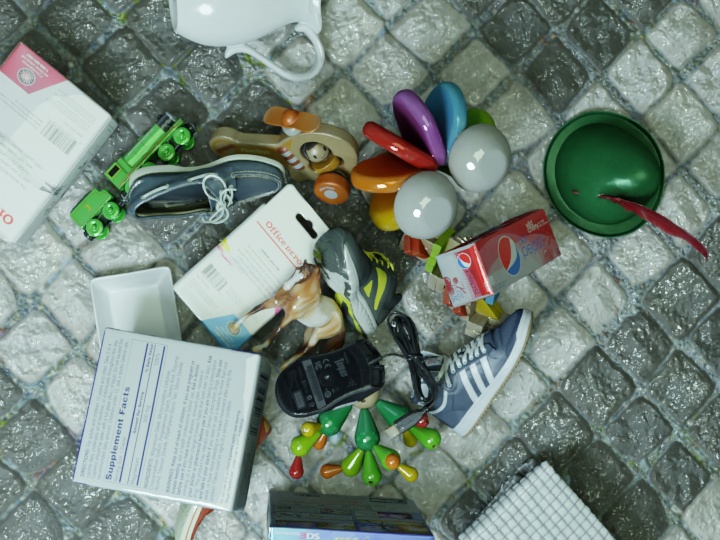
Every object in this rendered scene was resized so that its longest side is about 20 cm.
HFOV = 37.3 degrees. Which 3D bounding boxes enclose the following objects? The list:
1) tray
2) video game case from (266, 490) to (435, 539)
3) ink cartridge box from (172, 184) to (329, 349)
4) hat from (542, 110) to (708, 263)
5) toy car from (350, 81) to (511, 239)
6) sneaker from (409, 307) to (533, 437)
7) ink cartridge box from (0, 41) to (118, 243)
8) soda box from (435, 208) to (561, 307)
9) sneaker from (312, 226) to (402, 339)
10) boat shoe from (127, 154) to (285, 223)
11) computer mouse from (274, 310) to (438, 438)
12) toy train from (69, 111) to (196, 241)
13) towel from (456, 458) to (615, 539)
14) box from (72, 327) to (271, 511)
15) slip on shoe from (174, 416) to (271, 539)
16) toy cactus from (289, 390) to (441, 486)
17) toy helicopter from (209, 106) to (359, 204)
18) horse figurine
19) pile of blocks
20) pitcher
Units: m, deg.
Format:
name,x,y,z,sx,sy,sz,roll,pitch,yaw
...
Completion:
name,x,y,z,sx,sy,sz,roll,pitch,yaw
tray,-0.280,0.102,1.378,0.105,0.022,0.204,-9,91,-5
video game case,-0.018,0.321,1.325,0.196,0.181,0.046,5,90,-5
ink cartridge box,-0.129,-0.003,1.368,0.199,0.068,0.116,-41,95,-3
hat,0.348,-0.124,1.358,0.197,0.176,0.168,22,88,-5
toy car,0.074,-0.149,1.318,0.199,0.175,0.151,-40,120,-6
sneaker,0.135,0.114,1.366,0.107,0.070,0.202,28,117,-1
ink cartridge box,-0.421,-0.155,1.331,0.146,0.083,0.201,38,86,-5
soda box,0.177,-0.018,1.340,0.063,0.199,0.071,-20,93,38
sneaker,0.000,0.000,1.342,0.084,0.201,0.074,-42,58,-17
boat shoe,-0.189,-0.098,1.324,0.196,0.076,0.063,-3,49,-10
computer mouse,0.000,0.154,1.338,0.197,0.046,0.142,-26,71,-3
toy train,-0.292,-0.122,1.368,0.056,0.042,0.200,42,87,6
towel,0.237,0.366,1.402,0.165,0.086,0.200,-44,96,-2
box,-0.223,0.182,1.292,0.196,0.105,0.188,10,79,5
slip on shoe,-0.178,0.267,1.368,0.061,0.074,0.202,30,86,-17
toy cactus,0.001,0.192,1.375,0.196,0.102,0.169,-7,77,11
toy helicopter,-0.099,-0.160,1.349,0.196,0.133,0.080,6,60,11
horse figurine,-0.071,0.065,1.342,0.132,0.200,0.050,-42,51,4
pile of blocks,0.124,0.010,1.377,0.201,0.082,0.062,49,43,-4
pitcher,-0.138,-0.323,1.350,0.196,0.121,0.175,-7,106,-17
